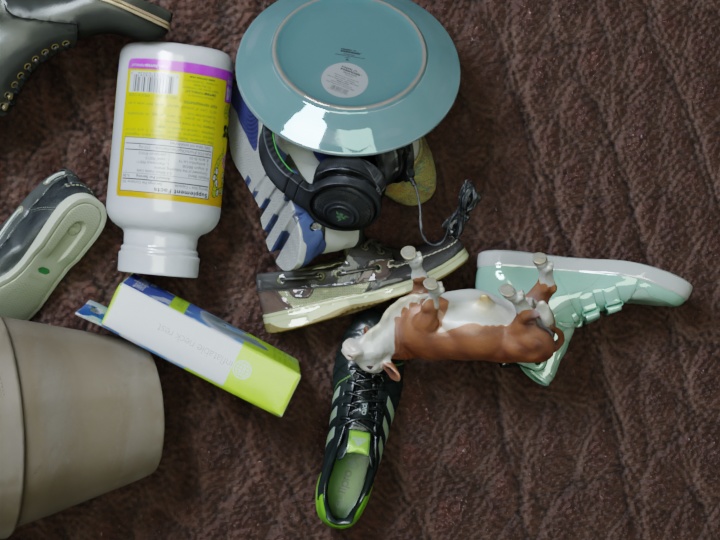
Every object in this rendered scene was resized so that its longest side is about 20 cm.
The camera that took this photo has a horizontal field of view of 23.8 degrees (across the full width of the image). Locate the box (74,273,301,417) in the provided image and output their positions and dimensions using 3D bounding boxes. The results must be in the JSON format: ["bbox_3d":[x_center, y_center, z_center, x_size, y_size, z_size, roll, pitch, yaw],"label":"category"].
[{"bbox_3d":[-0.150,0.060,1.514,0.198,0.122,0.048,28,92,-5],"label":"box"}]

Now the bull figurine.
[{"bbox_3d":[0.082,0.041,1.494,0.197,0.122,0.066,-1,48,-3],"label":"bull figurine"}]

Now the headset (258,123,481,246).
[{"bbox_3d":[0.008,-0.093,1.459,0.199,0.094,0.124,34,54,6],"label":"headset"}]

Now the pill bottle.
[{"bbox_3d":[-0.172,-0.097,1.521,0.103,0.104,0.203,6,90,-5],"label":"pill bottle"}]

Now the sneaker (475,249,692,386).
[{"bbox_3d":[0.202,0.049,1.566,0.198,0.074,0.120,4,84,5],"label":"sneaker"}]

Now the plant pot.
[{"bbox_3d":[-0.268,0.126,1.482,0.172,0.200,0.203,-4,91,-24],"label":"plant pot"}]

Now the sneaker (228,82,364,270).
[{"bbox_3d":[-0.043,-0.094,1.542,0.114,0.081,0.201,-5,65,-31],"label":"sneaker"}]

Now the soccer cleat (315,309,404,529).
[{"bbox_3d":[0.001,0.137,1.548,0.067,0.081,0.203,11,89,-5],"label":"soccer cleat"}]

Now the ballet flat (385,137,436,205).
[{"bbox_3d":[0.009,-0.149,1.555,0.070,0.071,0.202,-28,93,-4],"label":"ballet flat"}]

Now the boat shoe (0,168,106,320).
[{"bbox_3d":[-0.314,-0.004,1.539,0.200,0.072,0.068,-47,56,4],"label":"boat shoe"}]

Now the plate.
[{"bbox_3d":[-0.010,-0.183,1.479,0.197,0.026,0.202,2,53,-3],"label":"plate"}]

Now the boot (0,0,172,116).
[{"bbox_3d":[-0.269,-0.186,1.463,0.197,0.077,0.140,13,93,-3],"label":"boot"}]

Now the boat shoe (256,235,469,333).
[{"bbox_3d":[0.000,0.000,1.551,0.198,0.073,0.066,-20,97,-4],"label":"boat shoe"}]
